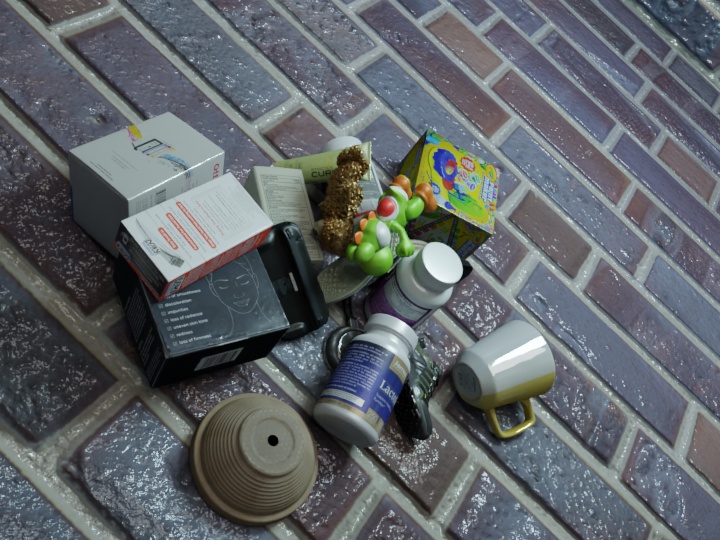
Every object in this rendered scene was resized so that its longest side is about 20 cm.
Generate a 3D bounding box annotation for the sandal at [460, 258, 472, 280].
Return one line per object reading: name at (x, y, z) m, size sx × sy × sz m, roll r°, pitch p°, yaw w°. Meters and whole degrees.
sandal at (0.161, 0.006, 1.402) m, size 0.200 × 0.075 × 0.048 m, roll 2°, pitch 49°, yaw -44°

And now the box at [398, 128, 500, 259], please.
box at (0.180, -0.159, 1.516) m, size 0.192 × 0.122 × 0.201 m, roll 26°, pitch 50°, yaw -15°

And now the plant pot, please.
plant pot at (-0.147, 0.269, 1.057) m, size 0.200 × 0.093 × 0.202 m, roll 14°, pitch 54°, yaw -21°

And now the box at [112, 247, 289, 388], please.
box at (-0.245, 0.047, 1.080) m, size 0.199 × 0.124 × 0.197 m, roll -12°, pitch 67°, yaw -34°

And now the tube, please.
tube at (-0.071, -0.198, 1.353) m, size 0.052 × 0.199 × 0.058 m, roll -57°, pitch 138°, yaw -54°

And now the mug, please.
mug at (0.265, 0.201, 1.317) m, size 0.153 × 0.150 × 0.187 m, roll -17°, pitch 63°, yaw -29°

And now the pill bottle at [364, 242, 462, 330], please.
pill bottle at (0.097, 0.035, 1.284) m, size 0.112 × 0.200 × 0.113 m, roll 16°, pitch 53°, yaw -22°

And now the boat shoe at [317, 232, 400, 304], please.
boat shoe at (0.000, 0.000, 1.284) m, size 0.200 × 0.062 × 0.075 m, roll -36°, pitch 65°, yaw -9°

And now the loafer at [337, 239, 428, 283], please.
loafer at (0.053, -0.012, 1.378) m, size 0.199 × 0.076 × 0.068 m, roll -9°, pitch 72°, yaw -20°

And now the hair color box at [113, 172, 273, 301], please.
hair color box at (-0.239, -0.053, 1.031) m, size 0.111 × 0.064 × 0.200 m, roll 50°, pitch 48°, yaw 8°

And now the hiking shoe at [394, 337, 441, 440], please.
hiking shoe at (0.110, 0.202, 1.264) m, size 0.100 × 0.076 × 0.201 m, roll 2°, pitch 58°, yaw -26°

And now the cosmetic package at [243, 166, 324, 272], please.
cosmetic package at (-0.145, -0.083, 1.295) m, size 0.103 × 0.087 × 0.201 m, roll 1°, pitch 61°, yaw -28°

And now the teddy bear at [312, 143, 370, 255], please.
teddy bear at (-0.039, -0.129, 1.255) m, size 0.067 × 0.201 × 0.145 m, roll 15°, pitch 11°, yaw -28°

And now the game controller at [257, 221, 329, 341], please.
game controller at (-0.124, 0.021, 1.200) m, size 0.104 × 0.042 × 0.201 m, roll -21°, pitch 108°, yaw -9°

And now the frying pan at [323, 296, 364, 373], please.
frying pan at (-0.002, 0.120, 1.287) m, size 0.115 × 0.031 × 0.191 m, roll 29°, pitch 52°, yaw -13°

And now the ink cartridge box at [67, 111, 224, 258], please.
ink cartridge box at (-0.345, -0.138, 1.155) m, size 0.144 × 0.148 × 0.200 m, roll 36°, pitch 46°, yaw 19°

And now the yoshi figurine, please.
yoshi figurine at (0.048, -0.067, 1.237) m, size 0.112 × 0.112 × 0.200 m, roll 45°, pitch 61°, yaw -7°

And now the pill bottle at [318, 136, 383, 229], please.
pill bottle at (-0.015, -0.156, 1.403) m, size 0.113 × 0.114 × 0.201 m, roll -1°, pitch 61°, yaw -31°

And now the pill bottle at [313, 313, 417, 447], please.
pill bottle at (0.014, 0.178, 1.173) m, size 0.115 × 0.116 × 0.200 m, roll 33°, pitch 61°, yaw -7°
